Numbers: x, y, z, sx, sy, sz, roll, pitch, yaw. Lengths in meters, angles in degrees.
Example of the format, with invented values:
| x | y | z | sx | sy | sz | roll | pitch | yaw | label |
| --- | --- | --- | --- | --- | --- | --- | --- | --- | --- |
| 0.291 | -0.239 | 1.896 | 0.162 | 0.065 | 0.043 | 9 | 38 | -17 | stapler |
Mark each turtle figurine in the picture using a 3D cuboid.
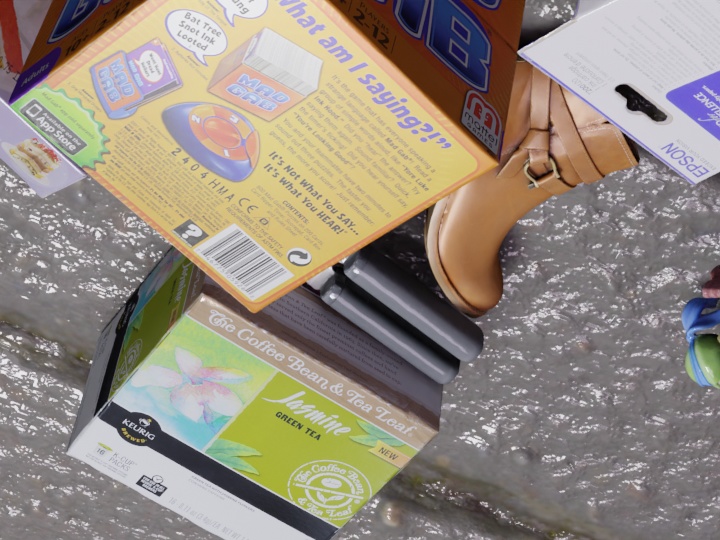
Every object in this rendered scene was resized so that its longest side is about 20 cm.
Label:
| x | y | z | sx | sy | sz | roll | pitch | yaw | label |
| --- | --- | --- | --- | --- | --- | --- | --- | --- | --- |
| 0.337 | 0.071 | 1.408 | 0.193 | 0.201 | 0.144 | -31 | 153 | 23 | turtle figurine |

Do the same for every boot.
| x | y | z | sx | sy | sz | roll | pitch | yaw | label |
| --- | --- | --- | --- | --- | --- | --- | --- | --- | --- |
| 0.113 | -0.062 | 1.381 | 0.154 | 0.077 | 0.201 | -12 | 119 | 11 | boot |

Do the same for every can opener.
| x | y | z | sx | sy | sz | roll | pitch | yaw | label |
| --- | --- | --- | --- | --- | --- | --- | --- | --- | --- |
| 0.000 | 0.000 | 1.404 | 0.200 | 0.067 | 0.053 | 38 | 122 | -11 | can opener |

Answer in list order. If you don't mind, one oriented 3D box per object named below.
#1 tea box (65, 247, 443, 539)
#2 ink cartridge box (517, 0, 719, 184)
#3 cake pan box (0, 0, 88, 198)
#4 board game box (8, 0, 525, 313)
| x | y | z | sx | sy | sz | roll | pitch | yaw | label |
| --- | --- | --- | --- | --- | --- | --- | --- | --- | --- |
| -0.072 | 0.081 | 1.470 | 0.199 | 0.134 | 0.197 | 30 | 126 | -16 | tea box |
| 0.232 | -0.145 | 1.265 | 0.199 | 0.044 | 0.198 | -25 | 140 | 34 | ink cartridge box |
| -0.211 | -0.178 | 1.246 | 0.052 | 0.185 | 0.200 | -21 | 123 | 43 | cake pan box |
| -0.045 | -0.142 | 1.188 | 0.199 | 0.200 | 0.200 | -30 | 121 | 34 | board game box |
